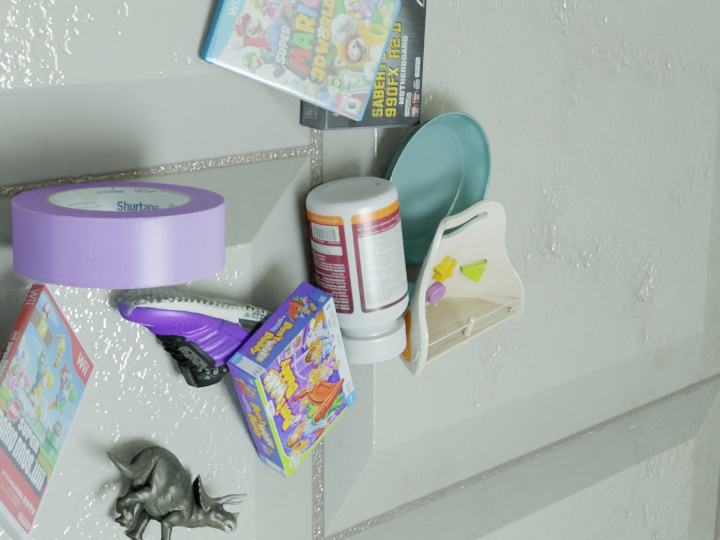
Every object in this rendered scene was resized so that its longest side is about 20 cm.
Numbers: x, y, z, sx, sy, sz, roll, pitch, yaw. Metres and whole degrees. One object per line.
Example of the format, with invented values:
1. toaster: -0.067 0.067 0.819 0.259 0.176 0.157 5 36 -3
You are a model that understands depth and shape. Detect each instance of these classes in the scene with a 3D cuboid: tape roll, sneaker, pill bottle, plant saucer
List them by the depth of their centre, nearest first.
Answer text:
1. tape roll: -0.227 -0.037 1.194 0.199 0.199 0.066 -10 106 -43
2. sneaker: -0.179 0.077 1.363 0.199 0.069 0.101 12 94 -45
3. pill bottle: 0.000 0.000 1.491 0.109 0.109 0.202 -24 117 -38
4. plant saucer: 0.088 -0.106 1.588 0.199 0.036 0.202 -24 126 -38

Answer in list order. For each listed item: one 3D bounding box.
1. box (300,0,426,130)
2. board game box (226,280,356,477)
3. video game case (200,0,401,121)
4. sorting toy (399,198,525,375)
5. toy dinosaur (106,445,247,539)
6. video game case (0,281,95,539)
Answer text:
1. box: 0.006 -0.269 1.473 0.157 0.048 0.203 -8 106 -44
2. board game box: -0.075 0.128 1.452 0.135 0.045 0.201 -47 148 -26
3. video game case: -0.062 -0.263 1.379 0.198 0.018 0.145 18 94 -28
4. sorting toy: 0.119 0.003 1.573 0.199 0.107 0.182 -24 138 -39
5. toy dinosaur: -0.221 0.238 1.375 0.200 0.076 0.103 50 54 -34
6. video game case: -0.313 0.134 1.197 0.144 0.017 0.202 74 24 -49
